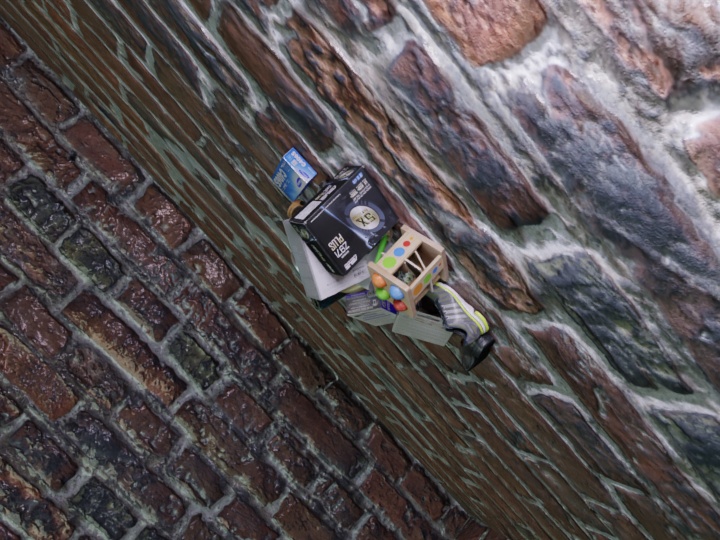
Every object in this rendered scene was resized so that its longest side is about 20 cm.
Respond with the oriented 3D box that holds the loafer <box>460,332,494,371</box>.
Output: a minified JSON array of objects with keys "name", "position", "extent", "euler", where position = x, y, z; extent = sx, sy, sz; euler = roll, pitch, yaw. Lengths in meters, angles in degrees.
[{"name":"loafer","position":[0.298,0.205,1.569],"extent":[0.072,0.073,0.201],"euler":[47,155,22]}]

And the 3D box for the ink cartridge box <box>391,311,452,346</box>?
[{"name":"ink cartridge box","position":[0.176,0.138,1.615],"extent":[0.160,0.050,0.200],"euler":[16,154,3]}]

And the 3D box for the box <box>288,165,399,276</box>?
[{"name":"box","position":[-0.036,-0.116,1.363],"extent":[0.164,0.200,0.086],"euler":[54,160,-27]}]

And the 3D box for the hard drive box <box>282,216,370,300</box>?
[{"name":"hard drive box","position":[-0.080,-0.052,1.443],"extent":[0.077,0.155,0.202],"euler":[9,119,57]}]

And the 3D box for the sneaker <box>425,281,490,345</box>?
[{"name":"sneaker","position":[0.223,0.103,1.472],"extent":[0.200,0.081,0.074],"euler":[39,161,17]}]

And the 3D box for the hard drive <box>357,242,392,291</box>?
[{"name":"hard drive","position":[-0.006,-0.032,1.611],"extent":[0.027,0.133,0.199],"euler":[22,180,-39]}]

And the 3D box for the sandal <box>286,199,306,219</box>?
[{"name":"sandal","position":[-0.187,-0.184,1.759],"extent":[0.055,0.082,0.200],"euler":[41,172,-20]}]

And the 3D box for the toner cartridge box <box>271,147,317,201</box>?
[{"name":"toner cartridge box","position":[-0.187,-0.261,1.639],"extent":[0.095,0.043,0.200],"euler":[45,162,-6]}]

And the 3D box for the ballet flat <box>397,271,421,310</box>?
[{"name":"ballet flat","position":[0.129,0.063,1.616],"extent":[0.072,0.072,0.201],"euler":[34,159,30]}]

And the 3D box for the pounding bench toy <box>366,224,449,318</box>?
[{"name":"pounding bench toy","position":[0.082,-0.010,1.412],"extent":[0.199,0.156,0.125],"euler":[34,160,31]}]

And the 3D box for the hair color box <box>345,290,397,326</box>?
[{"name":"hair color box","position":[0.048,0.108,1.710],"extent":[0.108,0.065,0.200],"euler":[-13,163,22]}]

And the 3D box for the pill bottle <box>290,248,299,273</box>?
[{"name":"pill bottle","position":[-0.082,-0.066,1.596],"extent":[0.199,0.120,0.120],"euler":[-30,109,33]}]

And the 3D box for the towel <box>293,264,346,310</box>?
[{"name":"towel","position":[-0.104,0.025,1.710],"extent":[0.022,0.200,0.147],"euler":[-29,89,30]}]

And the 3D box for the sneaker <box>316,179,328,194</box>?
[{"name":"sneaker","position":[-0.092,-0.168,1.578],"extent":[0.074,0.079,0.200],"euler":[42,161,13]}]

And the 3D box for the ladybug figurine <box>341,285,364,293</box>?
[{"name":"ladybug figurine","position":[0.000,0.000,1.667],"extent":[0.072,0.137,0.199],"euler":[22,154,-39]}]
